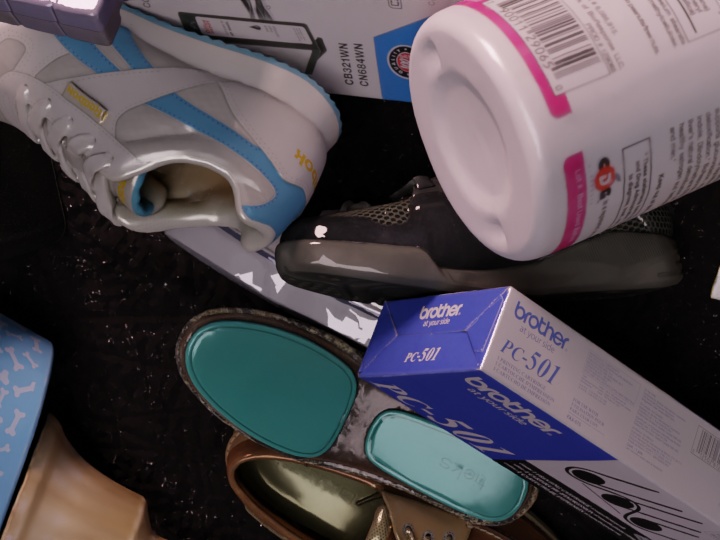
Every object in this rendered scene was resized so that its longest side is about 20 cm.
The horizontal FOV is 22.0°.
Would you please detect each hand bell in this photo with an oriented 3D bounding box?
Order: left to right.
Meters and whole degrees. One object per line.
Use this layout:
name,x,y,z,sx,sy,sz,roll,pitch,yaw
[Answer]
hand bell,-0.095,0.161,1.009,0.199,0.104,0.105,21,110,-8

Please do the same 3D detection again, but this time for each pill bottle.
pill bottle,0.132,-0.090,0.811,0.199,0.113,0.114,-23,103,-18

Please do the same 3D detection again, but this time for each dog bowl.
dog bowl,-0.215,0.115,0.990,0.049,0.112,0.201,18,101,-14

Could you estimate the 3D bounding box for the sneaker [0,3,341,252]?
sneaker,-0.114,-0.070,0.856,0.199,0.081,0.077,15,149,15

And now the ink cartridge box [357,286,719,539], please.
ink cartridge box,0.104,0.075,0.878,0.200,0.044,0.094,34,157,-29

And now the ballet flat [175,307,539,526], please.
ballet flat,-0.002,0.069,0.943,0.199,0.075,0.068,24,104,-9

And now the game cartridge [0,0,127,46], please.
game cartridge,-0.130,-0.198,0.778,0.129,0.038,0.201,15,71,10

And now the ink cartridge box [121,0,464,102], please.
ink cartridge box,-0.041,-0.159,0.850,0.199,0.085,0.146,6,145,12

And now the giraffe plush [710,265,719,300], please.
giraffe plush,0.258,0.044,0.839,0.199,0.162,0.174,1,107,12

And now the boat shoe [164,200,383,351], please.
boat shoe,0.000,0.000,0.942,0.199,0.071,0.070,25,85,7

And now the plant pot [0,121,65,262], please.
plant pot,-0.288,-0.076,0.918,0.199,0.177,0.201,-6,105,15

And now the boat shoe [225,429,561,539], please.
boat shoe,0.015,0.138,0.969,0.199,0.074,0.076,25,111,4

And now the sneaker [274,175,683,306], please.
sneaker,0.053,-0.040,0.884,0.198,0.076,0.115,-4,83,-12
